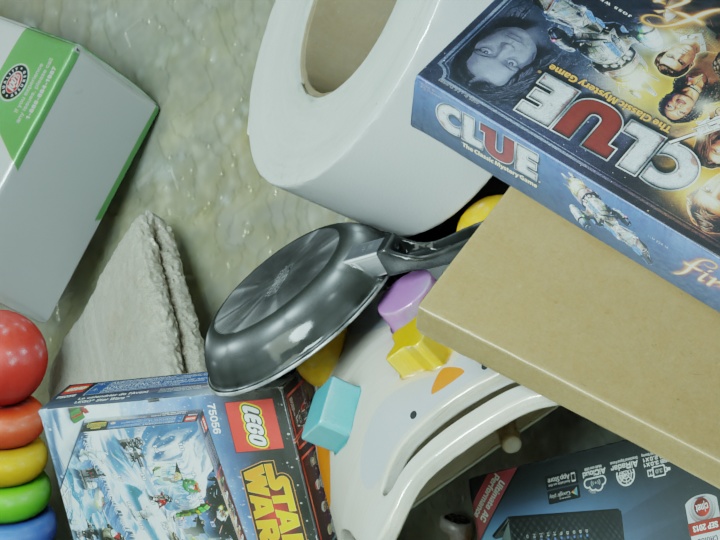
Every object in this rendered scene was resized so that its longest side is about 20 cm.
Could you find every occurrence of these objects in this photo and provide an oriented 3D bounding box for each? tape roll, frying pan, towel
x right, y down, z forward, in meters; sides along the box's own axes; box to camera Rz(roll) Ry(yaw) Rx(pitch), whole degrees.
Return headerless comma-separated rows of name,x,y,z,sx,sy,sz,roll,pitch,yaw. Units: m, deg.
tape roll,0.024,-0.120,1.328,0.202,0.071,0.203,-45,33,40
frying pan,-0.011,0.012,1.264,0.031,0.115,0.190,51,152,-17
towel,-0.122,0.076,1.479,0.133,0.034,0.200,-57,32,31

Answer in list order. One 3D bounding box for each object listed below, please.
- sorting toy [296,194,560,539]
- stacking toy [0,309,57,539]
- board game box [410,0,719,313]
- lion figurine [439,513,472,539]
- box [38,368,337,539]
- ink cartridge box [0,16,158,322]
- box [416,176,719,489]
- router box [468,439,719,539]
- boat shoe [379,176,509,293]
sorting toy,0.050,0.058,1.227,0.200,0.180,0.107,-35,104,6
stacking toy,-0.203,0.119,1.533,0.085,0.085,0.201,23,116,40
board game box,0.141,-0.063,1.179,0.200,0.135,0.035,32,146,20
lion figurine,-0.029,0.165,1.415,0.200,0.072,0.123,21,104,38
box,-0.071,0.149,1.368,0.137,0.040,0.201,-6,107,24
ink cartridge box,-0.236,-0.075,1.577,0.200,0.084,0.146,23,82,41
box,0.147,0.014,1.156,0.200,0.164,0.021,28,142,15
router box,0.151,0.150,1.262,0.200,0.062,0.150,-18,77,39
boat shoe,0.045,-0.003,1.362,0.199,0.066,0.075,-48,59,29
